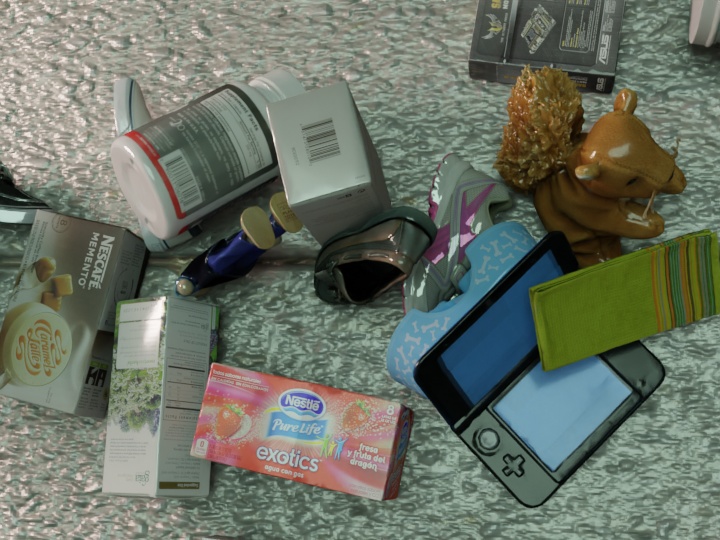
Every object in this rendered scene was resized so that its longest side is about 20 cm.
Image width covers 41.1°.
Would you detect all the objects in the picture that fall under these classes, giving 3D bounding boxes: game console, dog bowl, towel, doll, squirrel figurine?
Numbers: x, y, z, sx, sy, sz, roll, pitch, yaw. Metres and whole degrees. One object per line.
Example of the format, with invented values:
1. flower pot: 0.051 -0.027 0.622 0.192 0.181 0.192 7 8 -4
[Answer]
1. game console: 0.175 0.098 0.916 0.200 0.118 0.171 -43 75 -5
2. dog bowl: 0.113 0.046 0.943 0.200 0.111 0.050 -47 49 -1
3. towel: 0.256 0.028 0.909 0.198 0.018 0.087 -17 104 -13
4. doll: -0.131 -0.016 0.987 0.136 0.199 0.049 -32 91 -41
5. squirrel figurine: 0.213 -0.104 0.921 0.199 0.187 0.142 35 86 13

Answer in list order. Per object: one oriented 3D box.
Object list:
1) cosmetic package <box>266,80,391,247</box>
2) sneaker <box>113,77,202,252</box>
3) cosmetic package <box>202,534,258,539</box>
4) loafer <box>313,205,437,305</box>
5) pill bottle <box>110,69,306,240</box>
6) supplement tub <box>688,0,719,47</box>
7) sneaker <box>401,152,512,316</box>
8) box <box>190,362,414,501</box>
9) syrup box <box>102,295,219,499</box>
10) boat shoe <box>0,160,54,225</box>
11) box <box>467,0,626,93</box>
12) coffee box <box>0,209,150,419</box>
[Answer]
1. cosmetic package: -0.022 -0.093 0.957 0.084 0.200 0.109 -16 74 5
2. sneaker: -0.225 -0.122 1.075 0.070 0.073 0.202 -15 85 -3
3. cosmetic package: -0.124 0.372 0.954 0.081 0.051 0.203 4 79 13
4. loafer: 0.000 0.000 0.941 0.071 0.200 0.063 32 58 -16
5. pill bottle: -0.148 -0.127 1.003 0.199 0.114 0.114 -32 73 -25
6. supplement tub: 0.435 -0.278 0.942 0.197 0.145 0.147 7 79 11
7. sneaker: 0.100 -0.018 0.981 0.087 0.081 0.202 16 82 15
8. box: -0.054 0.162 0.961 0.198 0.103 0.096 10 80 14
9. syrup box: -0.205 0.133 0.995 0.078 0.081 0.203 -7 77 34
10. boat shoe: -0.435 -0.096 1.100 0.197 0.073 0.069 13 95 22
11. box: 0.209 -0.301 1.038 0.156 0.048 0.203 8 79 12
12. coffee box: -0.314 0.048 1.043 0.113 0.080 0.202 13 81 12
